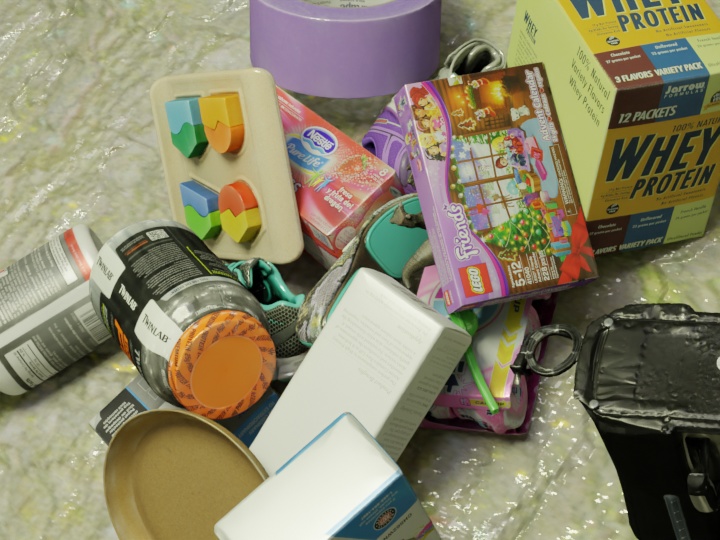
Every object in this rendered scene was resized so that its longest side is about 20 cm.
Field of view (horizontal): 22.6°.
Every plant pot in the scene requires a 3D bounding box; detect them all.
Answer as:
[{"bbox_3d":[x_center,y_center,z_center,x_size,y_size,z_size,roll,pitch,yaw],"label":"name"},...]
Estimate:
[{"bbox_3d":[-0.139,0.208,1.563,0.198,0.202,0.027,13,28,30],"label":"plant pot"}]

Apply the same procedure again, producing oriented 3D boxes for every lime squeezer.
[{"bbox_3d":[0.105,0.035,1.586,0.070,0.038,0.202,17,58,-3],"label":"lime squeezer"}]

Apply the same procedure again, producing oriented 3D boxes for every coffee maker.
[{"bbox_3d":[0.243,0.121,1.437,0.191,0.201,0.135,25,65,32],"label":"coffee maker"}]

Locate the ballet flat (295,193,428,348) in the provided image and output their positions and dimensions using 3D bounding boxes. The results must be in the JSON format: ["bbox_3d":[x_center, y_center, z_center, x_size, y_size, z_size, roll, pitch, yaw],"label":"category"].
[{"bbox_3d":[0.000,0.000,1.657,0.071,0.073,0.201,14,48,30],"label":"ballet flat"}]

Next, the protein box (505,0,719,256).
[{"bbox_3d":[0.231,-0.157,1.624,0.133,0.201,0.200,-11,48,-17],"label":"protein box"}]

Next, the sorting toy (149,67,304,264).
[{"bbox_3d":[-0.138,-0.099,1.749,0.036,0.187,0.199,-17,12,-36],"label":"sorting toy"}]

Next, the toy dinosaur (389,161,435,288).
[{"bbox_3d":[0.087,-0.064,1.616,0.101,0.077,0.201,23,45,-6],"label":"toy dinosaur"}]

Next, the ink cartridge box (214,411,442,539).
[{"bbox_3d":[-0.012,0.231,1.468,0.144,0.201,0.085,-40,54,-9],"label":"ink cartridge box"}]

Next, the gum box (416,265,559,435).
[{"bbox_3d":[0.108,0.053,1.631,0.112,0.066,0.202,1,56,24],"label":"gum box"}]

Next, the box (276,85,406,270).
[{"bbox_3d":[-0.043,-0.081,1.773,0.095,0.103,0.200,-42,49,-12],"label":"box"}]

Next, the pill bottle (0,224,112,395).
[{"bbox_3d":[-0.329,0.051,1.787,0.199,0.116,0.116,-31,50,-1],"label":"pill bottle"}]

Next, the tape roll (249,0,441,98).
[{"bbox_3d":[-0.015,-0.256,1.844,0.197,0.086,0.201,0,31,0],"label":"tape roll"}]

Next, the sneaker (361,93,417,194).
[{"bbox_3d":[0.064,-0.089,1.766,0.083,0.080,0.200,-45,42,9],"label":"sneaker"}]

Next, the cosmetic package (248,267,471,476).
[{"bbox_3d":[-0.002,0.111,1.545,0.101,0.074,0.201,36,97,28],"label":"cosmetic package"}]

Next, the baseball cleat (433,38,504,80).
[{"bbox_3d":[0.110,-0.173,1.728,0.070,0.200,0.107,40,110,3],"label":"baseball cleat"}]

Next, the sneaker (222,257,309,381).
[{"bbox_3d":[-0.109,0.019,1.724,0.077,0.092,0.199,-24,45,-38],"label":"sneaker"}]

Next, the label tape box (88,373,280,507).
[{"bbox_3d":[-0.136,0.158,1.661,0.144,0.063,0.200,-43,51,-11],"label":"label tape box"}]

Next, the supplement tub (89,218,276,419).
[{"bbox_3d":[-0.158,0.044,1.615,0.122,0.123,0.200,-38,36,-7],"label":"supplement tub"}]

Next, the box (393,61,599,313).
[{"bbox_3d":[0.119,-0.074,1.575,0.135,0.039,0.202,-11,81,-18],"label":"box"}]
